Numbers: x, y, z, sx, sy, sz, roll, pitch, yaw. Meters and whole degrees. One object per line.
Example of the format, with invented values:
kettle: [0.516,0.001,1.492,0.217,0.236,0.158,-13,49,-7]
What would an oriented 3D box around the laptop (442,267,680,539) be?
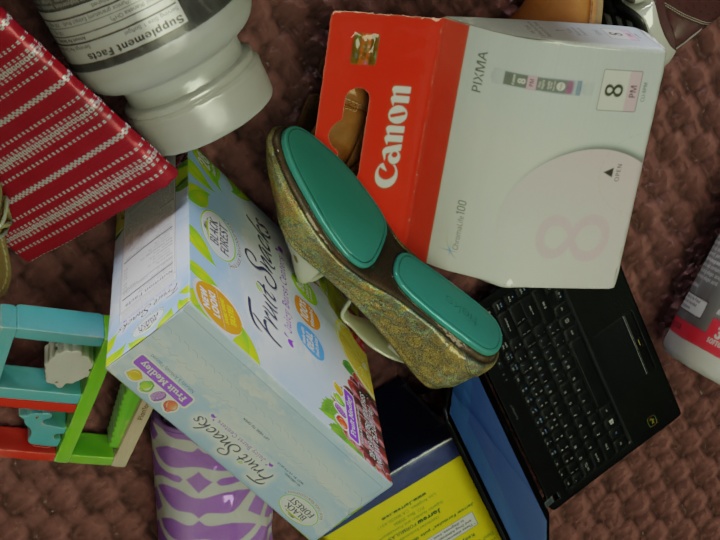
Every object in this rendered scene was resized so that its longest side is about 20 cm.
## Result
laptop: [0.142,0.097,1.073,0.200,0.103,0.177,-33,116,-16]

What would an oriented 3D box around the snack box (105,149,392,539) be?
snack box: [-0.067,0.036,0.933,0.068,0.200,0.169,-39,116,14]

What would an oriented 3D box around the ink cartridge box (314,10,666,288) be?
ink cartridge box: [0.074,-0.071,0.970,0.200,0.057,0.163,-1,116,-20]

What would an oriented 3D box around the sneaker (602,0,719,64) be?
sneaker: [0.194,-0.238,1.023,0.116,0.076,0.200,-32,125,-14]

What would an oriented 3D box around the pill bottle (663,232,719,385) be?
pill bottle: [0.304,-0.008,1.108,0.111,0.111,0.200,23,97,-25]

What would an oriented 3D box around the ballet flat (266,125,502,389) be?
ballet flat: [0.000,0.000,0.961,0.200,0.071,0.071,44,89,-15]

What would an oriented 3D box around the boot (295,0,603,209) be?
boot: [0.054,-0.132,1.007,0.155,0.077,0.200,20,106,-20]

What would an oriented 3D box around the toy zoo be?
toy zoo: [-0.221,0.067,0.951,0.200,0.020,0.131,7,137,-22]

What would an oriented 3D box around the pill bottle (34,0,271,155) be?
pill bottle: [-0.129,-0.169,0.889,0.111,0.111,0.200,-31,115,-9]

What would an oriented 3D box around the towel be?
towel: [-0.216,-0.094,0.891,0.145,0.022,0.200,-24,124,39]

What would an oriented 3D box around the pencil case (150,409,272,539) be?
pencil case: [-0.090,0.169,1.037,0.085,0.084,0.200,-11,112,-28]

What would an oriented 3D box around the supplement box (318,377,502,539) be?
supplement box: [0.039,0.194,1.075,0.110,0.109,0.200,-30,115,-9]

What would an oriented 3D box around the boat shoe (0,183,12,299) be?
boat shoe: [-0.229,-0.048,0.875,0.063,0.073,0.201,5,134,18]
